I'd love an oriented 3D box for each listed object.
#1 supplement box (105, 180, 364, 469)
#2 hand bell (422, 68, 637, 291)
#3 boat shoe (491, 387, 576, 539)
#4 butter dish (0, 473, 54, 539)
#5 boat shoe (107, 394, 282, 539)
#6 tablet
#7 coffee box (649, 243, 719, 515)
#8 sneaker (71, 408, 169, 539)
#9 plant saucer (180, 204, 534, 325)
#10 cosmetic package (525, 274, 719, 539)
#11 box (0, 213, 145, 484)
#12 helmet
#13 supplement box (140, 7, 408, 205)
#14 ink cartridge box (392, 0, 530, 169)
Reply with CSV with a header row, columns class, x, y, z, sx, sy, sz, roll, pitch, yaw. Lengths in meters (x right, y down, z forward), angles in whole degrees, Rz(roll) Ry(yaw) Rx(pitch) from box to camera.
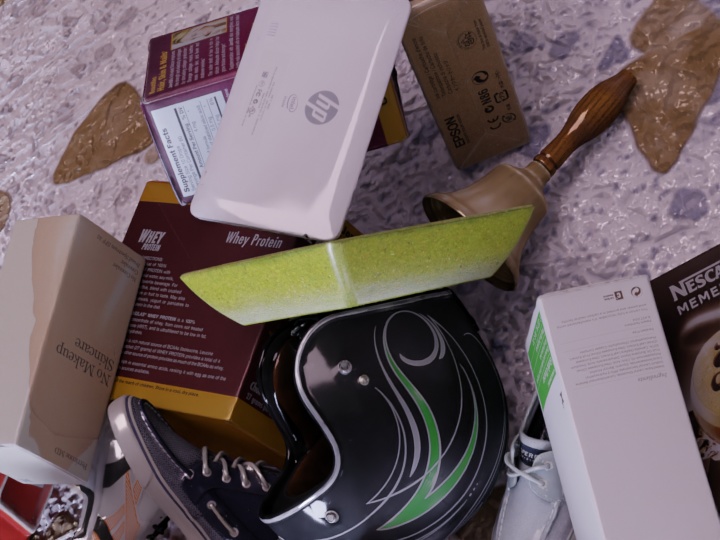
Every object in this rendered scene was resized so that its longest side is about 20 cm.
class,x,y,z,sx,sy,sz,roll,pitch,yaw
supplement box,-0.109,0.046,1.462,0.196,0.133,0.201,6,68,38
hand bell,0.155,-0.089,1.400,0.200,0.104,0.104,-44,46,-12
boat shoe,0.136,0.136,1.270,0.070,0.071,0.202,11,71,40
butter dish,-0.343,0.136,1.517,0.147,0.200,0.202,16,72,11
boat shoe,-0.110,0.165,1.370,0.092,0.201,0.075,-31,17,9
tablet,-0.045,-0.123,1.307,0.129,0.014,0.202,10,75,26
coffee box,0.279,0.081,1.192,0.113,0.080,0.201,-30,50,18
sneaker,-0.197,0.220,1.438,0.079,0.074,0.202,10,101,4
plant saucer,0.000,0.000,1.281,0.199,0.199,0.048,-10,91,51
cosmetic package,0.179,0.118,1.181,0.084,0.108,0.202,-10,67,-4
box,-0.252,0.065,1.402,0.077,0.095,0.202,-5,64,34
helmet,0.013,0.121,1.288,0.199,0.200,0.193,-12,89,30
supplement box,-0.071,-0.150,1.431,0.198,0.104,0.131,-15,31,5
ink cartridge box,0.065,-0.210,1.435,0.075,0.200,0.166,-23,50,4
